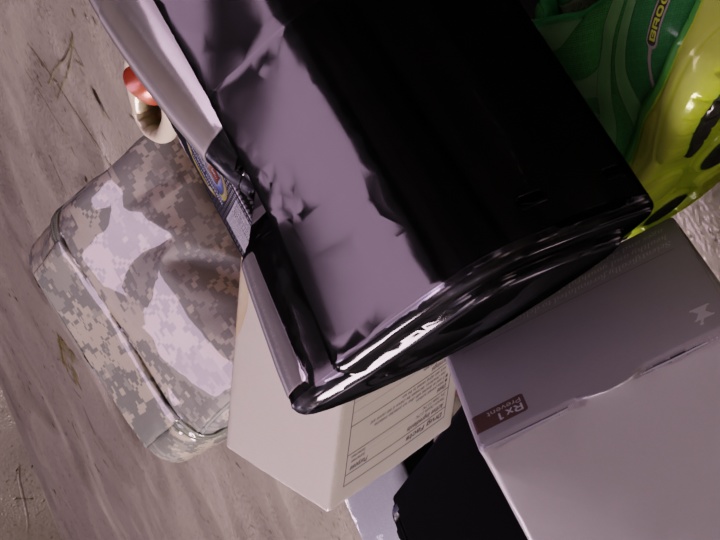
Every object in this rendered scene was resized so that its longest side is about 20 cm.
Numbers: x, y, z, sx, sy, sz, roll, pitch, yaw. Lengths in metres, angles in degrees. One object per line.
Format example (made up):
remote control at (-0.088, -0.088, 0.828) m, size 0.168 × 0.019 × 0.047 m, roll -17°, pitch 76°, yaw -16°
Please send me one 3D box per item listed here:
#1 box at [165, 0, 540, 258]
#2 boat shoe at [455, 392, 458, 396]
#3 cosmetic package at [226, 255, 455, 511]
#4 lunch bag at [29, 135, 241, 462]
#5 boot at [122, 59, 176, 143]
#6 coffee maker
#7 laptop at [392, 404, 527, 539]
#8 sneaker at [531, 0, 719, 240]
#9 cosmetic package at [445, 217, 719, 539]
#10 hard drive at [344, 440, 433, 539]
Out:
box at (-0.010, -0.105, 0.825) m, size 0.201 × 0.160 × 0.044 m, roll 62°, pitch 164°, yaw 6°
boat shoe at (0.008, -0.019, 1.063) m, size 0.200 × 0.072 × 0.072 m, roll 53°, pitch 160°, yaw 11°
cosmetic package at (0.000, 0.000, 0.942) m, size 0.073 × 0.103 × 0.201 m, roll 29°, pitch 128°, yaw 28°
lunch bag at (-0.101, 0.007, 1.310) m, size 0.200 × 0.139 × 0.168 m, roll 57°, pitch 146°, yaw 8°
boot at (-0.075, -0.127, 1.083) m, size 0.075 × 0.107 × 0.200 m, roll 61°, pitch 162°, yaw 13°
coffee maker at (0.000, -0.074, 0.667) m, size 0.200 × 0.134 × 0.192 m, roll 59°, pitch 154°, yaw 10°
laptop at (0.091, 0.180, 1.054) m, size 0.178 × 0.103 × 0.200 m, roll -112°, pitch -4°, yaw -49°
sneaker at (0.097, -0.065, 0.732) m, size 0.084 × 0.074 × 0.200 m, roll 62°, pitch 152°, yaw 16°
cosmetic package at (0.118, 0.093, 0.763) m, size 0.090 × 0.106 × 0.200 m, roll -109°, pitch -6°, yaw -61°
hard drive at (0.002, 0.063, 1.144) m, size 0.135 × 0.042 × 0.200 m, roll -86°, pitch -20°, yaw -49°
